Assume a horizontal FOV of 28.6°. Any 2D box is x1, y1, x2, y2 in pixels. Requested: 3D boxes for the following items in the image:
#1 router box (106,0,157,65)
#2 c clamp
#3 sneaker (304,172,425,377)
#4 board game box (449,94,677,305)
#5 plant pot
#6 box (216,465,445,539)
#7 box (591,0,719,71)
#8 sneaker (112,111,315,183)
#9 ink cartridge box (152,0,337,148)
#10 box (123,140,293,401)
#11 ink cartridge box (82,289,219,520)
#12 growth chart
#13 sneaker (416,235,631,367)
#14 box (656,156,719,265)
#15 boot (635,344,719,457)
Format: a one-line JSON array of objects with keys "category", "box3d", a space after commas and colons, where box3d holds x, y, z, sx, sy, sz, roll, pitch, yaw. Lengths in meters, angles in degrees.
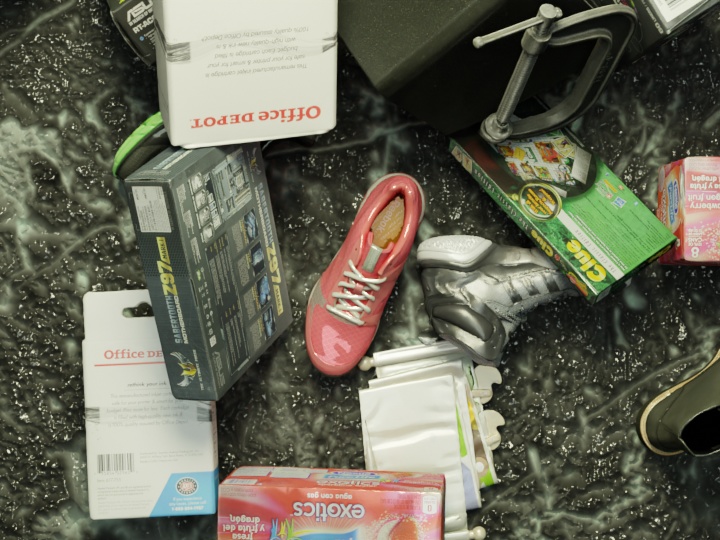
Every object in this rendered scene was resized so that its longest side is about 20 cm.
[{"category": "router box", "box3d": [-0.136, -0.284, 1.249, 0.199, 0.150, 0.062, -34, 124, 3]}, {"category": "c clamp", "box3d": [0.152, -0.167, 1.202, 0.169, 0.201, 0.027, -22, 66, -16]}, {"category": "sneaker", "box3d": [0.000, 0.000, 1.285, 0.073, 0.087, 0.202, 23, 87, 0]}, {"category": "board game box", "box3d": [0.181, -0.070, 1.276, 0.104, 0.024, 0.200, -30, 67, -25]}, {"category": "plant pot", "box3d": [0.078, -0.238, 1.229, 0.177, 0.199, 0.201, -42, 63, 17]}, {"category": "box", "box3d": [-0.024, 0.231, 1.261, 0.197, 0.103, 0.096, 1, 93, 4]}, {"category": "box", "box3d": [0.258, -0.266, 1.245, 0.105, 0.200, 0.123, -31, 90, -2]}, {"category": "sneaker", "box3d": [-0.131, -0.116, 1.290, 0.198, 0.077, 0.085, -19, 85, -1]}, {"category": "ink cartridge box", "box3d": [-0.096, -0.214, 1.161, 0.144, 0.084, 0.202, -7, 121, -15]}, {"category": "box", "box3d": [-0.126, -0.013, 1.217, 0.050, 0.158, 0.202, 1, 115, 24]}, {"category": "ink cartridge box", "box3d": [-0.190, 0.119, 1.286, 0.114, 0.068, 0.203, -2, 89, -2]}, {"category": "growth chart", "box3d": [0.064, 0.163, 1.319, 0.143, 0.018, 0.203, -1, 89, -2]}, {"category": "sneaker", "box3d": [0.147, 0.033, 1.292, 0.197, 0.076, 0.115, 5, 81, 2]}, {"category": "box", "box3d": [0.379, -0.052, 1.294, 0.197, 0.100, 0.097, 1, 88, -3]}, {"category": "boot", "box3d": [0.351, 0.106, 1.270, 0.199, 0.138, 0.078, -40, 90, -3]}]
